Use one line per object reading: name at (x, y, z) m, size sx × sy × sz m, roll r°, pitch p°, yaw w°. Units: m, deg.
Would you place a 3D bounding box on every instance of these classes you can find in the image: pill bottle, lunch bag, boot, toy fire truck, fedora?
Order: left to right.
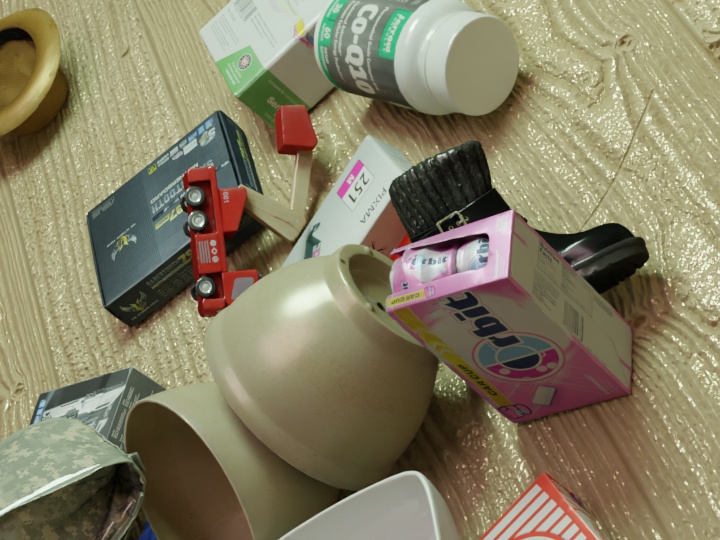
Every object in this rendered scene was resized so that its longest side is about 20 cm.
fedora at (-0.424, -0.229, 2.307) m, size 0.200 × 0.082 × 0.201 m, roll -20°, pitch 52°, yaw 28°
lunch bag at (-0.284, 0.216, 1.614) m, size 0.200 × 0.118 × 0.164 m, roll -36°, pitch 22°, yaw -16°
toy fire truck at (-0.106, -0.058, 1.853) m, size 0.049 × 0.140 × 0.201 m, roll 146°, pitch 117°, yaw -77°
pill bottle at (0.054, -0.213, 1.805) m, size 0.200 × 0.113 × 0.113 m, roll 20°, pitch 75°, yaw 50°
boot at (0.127, -0.041, 1.566) m, size 0.210 × 0.079 × 0.159 m, roll -21°, pitch 79°, yaw 28°

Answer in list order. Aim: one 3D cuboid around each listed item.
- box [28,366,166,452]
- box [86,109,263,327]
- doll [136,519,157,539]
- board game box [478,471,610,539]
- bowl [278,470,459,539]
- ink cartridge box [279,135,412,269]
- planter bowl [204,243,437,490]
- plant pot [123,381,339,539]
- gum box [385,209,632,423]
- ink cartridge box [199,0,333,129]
box at (-0.279, 0.202, 1.793) m, size 0.157 × 0.050 × 0.201 m, roll -17°, pitch 47°, yaw 45°
box at (-0.197, -0.056, 1.973) m, size 0.200 × 0.051 × 0.158 m, roll -37°, pitch 42°, yaw 16°
doll at (-0.199, 0.281, 1.704) m, size 0.136 × 0.048 × 0.201 m, roll -18°, pitch 48°, yaw 63°
board game box at (0.118, 0.275, 1.409) m, size 0.200 × 0.046 × 0.152 m, roll -47°, pitch 38°, yaw 5°
bowl at (0.005, 0.275, 1.425) m, size 0.199 × 0.075 × 0.201 m, roll -32°, pitch 42°, yaw 25°
ink cartridge box at (0.000, 0.000, 1.710) m, size 0.200 × 0.043 × 0.174 m, roll -56°, pitch 34°, yaw 13°
planter bowl at (-0.012, 0.065, 1.560) m, size 0.135 × 0.200 × 0.201 m, roll -47°, pitch 37°, yaw 24°
plant pot at (-0.093, 0.177, 1.607) m, size 0.134 × 0.201 × 0.200 m, roll -25°, pitch 28°, yaw -30°
gum box at (0.118, 0.038, 1.474) m, size 0.113 × 0.200 × 0.066 m, roll -18°, pitch 49°, yaw 32°
ink cartridge box at (-0.058, -0.266, 1.977) m, size 0.200 × 0.087 × 0.146 m, roll -44°, pitch 40°, yaw 11°
